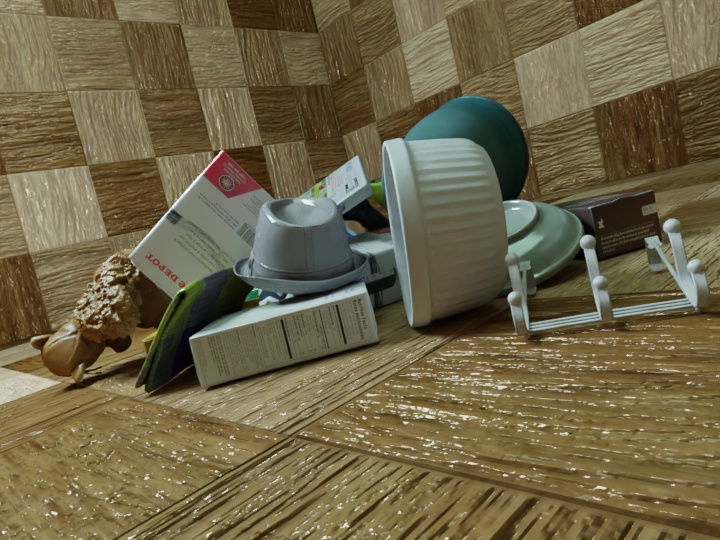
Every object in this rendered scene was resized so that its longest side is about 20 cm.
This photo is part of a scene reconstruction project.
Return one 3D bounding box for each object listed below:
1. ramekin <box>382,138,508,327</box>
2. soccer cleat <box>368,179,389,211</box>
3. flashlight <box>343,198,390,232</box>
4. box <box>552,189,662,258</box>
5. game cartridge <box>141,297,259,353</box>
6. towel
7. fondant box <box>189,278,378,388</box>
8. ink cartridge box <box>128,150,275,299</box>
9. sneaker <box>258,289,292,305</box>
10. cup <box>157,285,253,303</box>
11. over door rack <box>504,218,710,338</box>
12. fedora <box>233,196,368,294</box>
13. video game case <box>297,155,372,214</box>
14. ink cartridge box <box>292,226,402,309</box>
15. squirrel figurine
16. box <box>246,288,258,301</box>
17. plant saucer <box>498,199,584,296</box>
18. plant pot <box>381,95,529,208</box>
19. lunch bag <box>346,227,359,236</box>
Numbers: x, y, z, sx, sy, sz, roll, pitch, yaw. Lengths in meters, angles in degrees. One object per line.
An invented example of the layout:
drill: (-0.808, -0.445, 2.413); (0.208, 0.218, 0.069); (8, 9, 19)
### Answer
ramekin: (0.089, -0.047, 0.587); (0.102, 0.206, 0.200); (-9, 5, 1)
soccer cleat: (0.084, -0.113, 0.966); (0.197, 0.086, 0.064); (9, 2, -43)
flashlight: (0.033, -0.071, 0.986); (0.068, 0.198, 0.068); (-52, 13, 3)
box: (0.330, -0.066, 0.792); (0.098, 0.077, 0.200); (-15, 4, -8)
game cartridge: (-0.282, 0.100, 0.991); (0.195, 0.033, 0.176); (-17, 6, 1)
towel: (-0.198, 0.064, 0.684); (0.022, 0.146, 0.200); (28, 12, 7)
fondant box: (-0.081, 0.067, 0.630); (0.195, 0.060, 0.144); (-14, 5, 0)
ink cartridge box: (-0.214, -0.048, 0.791); (0.201, 0.144, 0.084); (-49, 13, -4)
sneaker: (-0.088, 0.000, 0.927); (0.194, 0.133, 0.080); (-14, 6, 3)
cup: (-0.280, 0.003, 0.956); (0.196, 0.203, 0.145); (-12, 35, 23)
over door rack: (0.213, -0.002, 0.496); (0.144, 0.068, 0.200); (-11, 6, 21)
fedora: (-0.077, -0.043, 0.683); (0.172, 0.093, 0.200); (-3, 18, -6)
video game case: (-0.065, -0.112, 0.899); (0.180, 0.023, 0.201); (-34, 23, 10)
ink cartridge box: (0.000, 0.000, 0.828); (0.196, 0.086, 0.143); (-16, 17, -25)
squirrel figurine: (-0.393, 0.069, 0.809); (0.187, 0.141, 0.200); (-48, 2, -39)
box: (-0.239, 0.055, 1.221); (0.114, 0.050, 0.200); (-14, 8, 11)
plant saucer: (0.185, -0.044, 0.702); (0.196, 0.051, 0.201); (-23, 26, 11)
plant pot: (0.134, -0.151, 0.830); (0.197, 0.204, 0.187); (-9, 16, 41)
lunch bag: (-0.043, -0.039, 1.006); (0.095, 0.149, 0.200); (-58, 7, 2)
